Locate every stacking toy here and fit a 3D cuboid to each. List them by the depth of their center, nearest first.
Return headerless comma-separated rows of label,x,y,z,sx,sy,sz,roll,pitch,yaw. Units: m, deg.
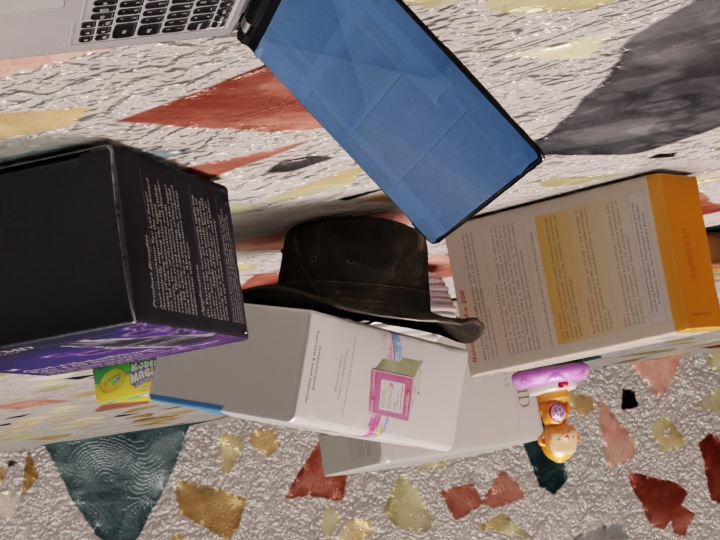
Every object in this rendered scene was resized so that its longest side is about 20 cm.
stacking toy,0.163,0.072,1.852,0.116,0.200,0.110,-4,171,-30

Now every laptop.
laptop,-0.055,-0.068,0.822,0.200,0.116,0.187,-8,172,-12

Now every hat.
hat,0.000,0.000,1.562,0.201,0.081,0.201,10,174,1

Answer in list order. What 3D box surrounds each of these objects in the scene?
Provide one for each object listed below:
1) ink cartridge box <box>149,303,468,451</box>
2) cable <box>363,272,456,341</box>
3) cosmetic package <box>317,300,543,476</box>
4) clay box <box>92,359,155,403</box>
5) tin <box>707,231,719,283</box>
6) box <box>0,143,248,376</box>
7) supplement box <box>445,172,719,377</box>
ink cartridge box,-0.035,0.079,1.561,0.145,0.085,0.200,5,172,38
cable,-0.009,0.045,1.948,0.200,0.069,0.200,-6,171,-20
cosmetic package,0.066,0.128,2.295,0.200,0.167,0.166,-7,172,-25
clay box,-0.210,0.118,2.336,0.115,0.048,0.200,-15,172,36
tin,0.343,-0.011,2.089,0.112,0.042,0.200,-20,168,37
box,-0.172,-0.001,1.247,0.148,0.104,0.200,-11,173,16
supplement box,0.176,0.005,1.649,0.200,0.126,0.074,-13,173,32
